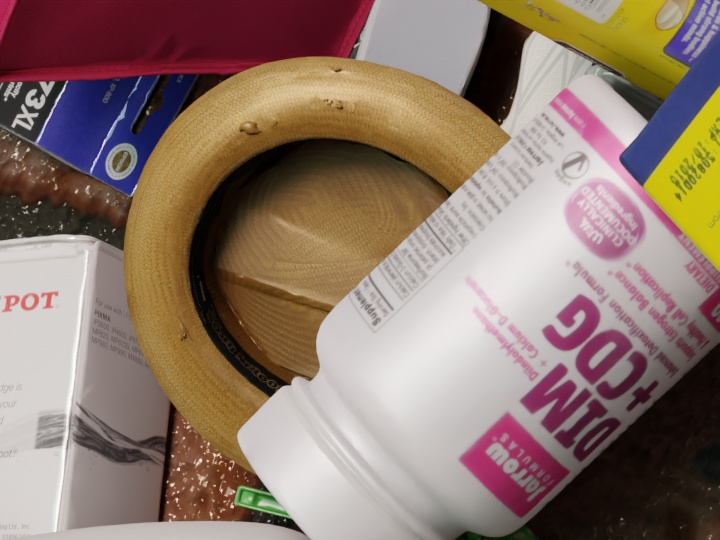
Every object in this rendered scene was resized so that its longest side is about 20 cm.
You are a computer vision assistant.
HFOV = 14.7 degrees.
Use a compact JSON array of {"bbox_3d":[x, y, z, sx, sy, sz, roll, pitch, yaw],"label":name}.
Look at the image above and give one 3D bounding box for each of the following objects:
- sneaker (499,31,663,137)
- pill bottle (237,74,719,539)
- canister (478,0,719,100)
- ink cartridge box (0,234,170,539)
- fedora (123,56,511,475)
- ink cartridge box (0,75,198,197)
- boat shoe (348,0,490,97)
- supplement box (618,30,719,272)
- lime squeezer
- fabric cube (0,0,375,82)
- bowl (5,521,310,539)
[{"bbox_3d":[0.115,-0.103,1.210,0.081,0.075,0.201,35,92,45],"label":"sneaker"},{"bbox_3d":[0.055,0.030,1.090,0.200,0.113,0.113,-44,55,4],"label":"pill bottle"},{"bbox_3d":[0.142,-0.136,1.112,0.086,0.199,0.149,0,67,63],"label":"canister"},{"bbox_3d":[-0.170,0.093,1.300,0.145,0.085,0.201,-4,73,30],"label":"ink cartridge box"},{"bbox_3d":[0.000,0.000,1.202,0.199,0.082,0.202,2,101,13],"label":"fedora"},{"bbox_3d":[-0.167,-0.117,1.410,0.199,0.037,0.095,28,88,34],"label":"ink cartridge box"},{"bbox_3d":[0.007,-0.052,1.262,0.068,0.057,0.201,25,102,-2],"label":"boat shoe"},{"bbox_3d":[0.210,-0.015,0.986,0.200,0.109,0.109,49,126,17],"label":"supplement box"},{"bbox_3d":[0.032,0.120,1.178,0.199,0.070,0.038,11,104,50],"label":"lime squeezer"},{"bbox_3d":[-0.089,-0.224,1.262,0.200,0.199,0.197,60,138,32],"label":"fabric cube"},{"bbox_3d":[-0.100,0.203,1.162,0.198,0.075,0.201,-6,78,3],"label":"bowl"}]
